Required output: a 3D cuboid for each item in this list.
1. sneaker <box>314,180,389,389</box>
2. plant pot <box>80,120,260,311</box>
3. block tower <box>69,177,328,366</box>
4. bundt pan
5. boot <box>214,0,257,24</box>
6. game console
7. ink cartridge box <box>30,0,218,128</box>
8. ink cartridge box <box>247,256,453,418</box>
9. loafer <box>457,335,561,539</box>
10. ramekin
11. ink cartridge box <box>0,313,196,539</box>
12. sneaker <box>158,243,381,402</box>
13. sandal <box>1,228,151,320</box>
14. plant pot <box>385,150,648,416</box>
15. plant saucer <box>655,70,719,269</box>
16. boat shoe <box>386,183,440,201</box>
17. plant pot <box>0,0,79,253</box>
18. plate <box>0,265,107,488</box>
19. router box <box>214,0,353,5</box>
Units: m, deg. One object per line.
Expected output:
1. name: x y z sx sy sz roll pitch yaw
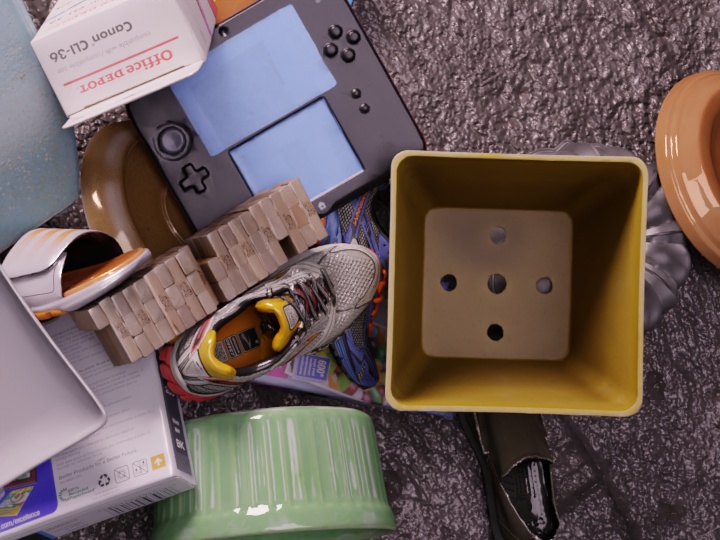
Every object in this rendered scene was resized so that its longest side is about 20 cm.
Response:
1. sneaker: 0.000 0.000 1.488 0.078 0.075 0.201 -7 97 -3
2. plant pot: -0.145 -0.039 1.461 0.200 0.027 0.201 36 39 -36
3. block tower: -0.123 0.003 1.376 0.200 0.054 0.058 -32 100 -24
4. bundt pan: 0.213 -0.024 1.609 0.201 0.076 0.203 2 83 -17
5. boot: -0.109 -0.208 1.487 0.155 0.077 0.201 -31 102 -9
6. game console: -0.071 -0.121 1.440 0.199 0.031 0.177 -30 91 -2
7. ink cartridge box: -0.177 -0.180 1.356 0.116 0.200 0.068 -23 110 7
8. ink cartridge box: 0.001 0.056 1.556 0.199 0.042 0.120 12 81 -17
9. loafer: 0.140 0.154 1.568 0.075 0.070 0.201 -16 90 -23
10. ramekin: -0.074 0.171 1.442 0.199 0.200 0.098 -2 77 -17
11. ink cartridge box: -0.240 0.108 1.411 0.197 0.043 0.201 -21 63 13
12. sneaker: -0.058 0.040 1.393 0.200 0.082 0.078 -34 97 -29
13. sandal: -0.254 0.003 1.367 0.079 0.206 0.059 -42 113 -54
14. plant pot: 0.119 0.010 1.465 0.199 0.176 0.201 2 90 -1
15. plant saucer: 0.353 -0.092 1.640 0.200 0.037 0.201 14 66 -34
16. boat shoe: -0.019 -0.084 1.551 0.199 0.074 0.067 15 83 -5
17. plant pot: -0.330 -0.106 1.400 0.196 0.196 0.200 -36 106 -17
18. plate: -0.312 0.074 1.347 0.200 0.032 0.200 -32 98 22
19. router box: -0.110 -0.237 1.545 0.199 0.051 0.150 18 82 -14
